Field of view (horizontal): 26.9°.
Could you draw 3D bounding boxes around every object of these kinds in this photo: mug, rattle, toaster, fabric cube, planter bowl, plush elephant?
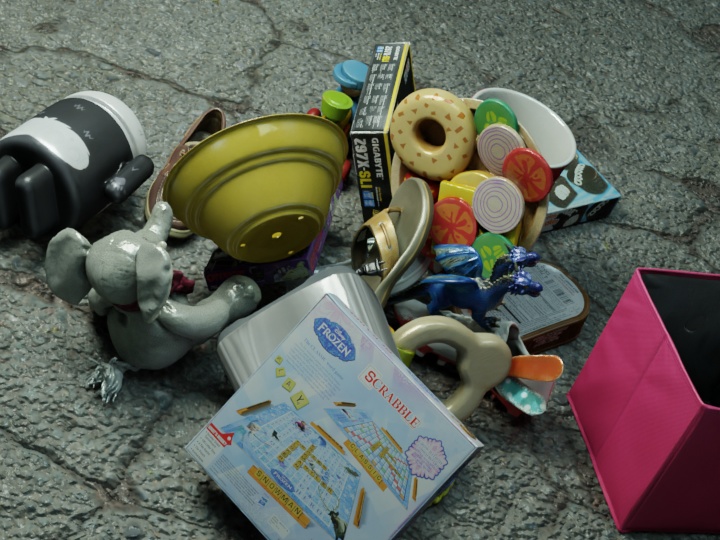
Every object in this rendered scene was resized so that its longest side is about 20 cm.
[{"bbox_3d":[0.131,-0.103,1.742,0.177,0.201,0.133,35,39,11],"label":"mug"},{"bbox_3d":[0.095,0.097,1.594,0.198,0.132,0.143,-9,4,-16],"label":"rattle"},{"bbox_3d":[-0.037,0.090,1.472,0.199,0.114,0.130,-30,57,8],"label":"toaster"},{"bbox_3d":[0.363,0.142,1.587,0.194,0.201,0.201,5,42,-22],"label":"fabric cube"},{"bbox_3d":[-0.095,-0.066,1.524,0.198,0.201,0.084,-4,59,-29],"label":"planter bowl"},{"bbox_3d":[-0.215,0.009,1.474,0.163,0.156,0.200,17,43,22],"label":"plush elephant"}]

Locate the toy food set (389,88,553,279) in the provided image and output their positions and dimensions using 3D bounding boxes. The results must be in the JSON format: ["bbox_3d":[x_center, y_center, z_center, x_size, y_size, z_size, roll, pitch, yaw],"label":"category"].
[{"bbox_3d":[0.116,-0.091,1.628,0.196,0.202,0.049,17,20,27],"label":"toy food set"}]

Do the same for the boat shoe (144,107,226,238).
[{"bbox_3d":[-0.191,-0.117,1.709,0.071,0.072,0.201,22,39,0],"label":"boat shoe"}]

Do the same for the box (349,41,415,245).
[{"bbox_3d":[0.034,-0.151,1.786,0.049,0.161,0.201,1,38,10],"label":"box"}]

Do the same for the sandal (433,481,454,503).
[{"bbox_3d":[0.040,0.190,1.465,0.079,0.088,0.199,39,40,22],"label":"sandal"}]

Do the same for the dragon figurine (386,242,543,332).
[{"bbox_3d":[0.099,0.011,1.579,0.198,0.100,0.059,7,48,18],"label":"dragon figurine"}]

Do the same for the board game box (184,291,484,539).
[{"bbox_3d":[-0.025,0.161,1.371,0.200,0.200,0.041,45,6,13],"label":"board game box"}]

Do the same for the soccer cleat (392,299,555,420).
[{"bbox_3d":[0.126,0.076,1.628,0.199,0.086,0.069,37,28,13],"label":"soccer cleat"}]

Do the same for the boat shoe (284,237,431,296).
[{"bbox_3d":[-0.002,0.000,1.656,0.201,0.066,0.074,-23,15,-35],"label":"boat shoe"}]

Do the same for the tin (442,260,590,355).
[{"bbox_3d":[0.181,0.044,1.739,0.199,0.042,0.112,-17,49,-38],"label":"tin"}]

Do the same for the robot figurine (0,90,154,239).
[{"bbox_3d":[-0.313,-0.110,1.604,0.150,0.125,0.200,45,41,-1],"label":"robot figurine"}]

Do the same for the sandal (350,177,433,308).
[{"bbox_3d":[0.015,-0.018,1.584,0.054,0.080,0.201,39,72,-29],"label":"sandal"}]

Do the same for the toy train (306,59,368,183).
[{"bbox_3d":[-0.042,-0.162,1.798,0.084,0.116,0.201,25,39,4],"label":"toy train"}]

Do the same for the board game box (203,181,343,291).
[{"bbox_3d":[-0.092,-0.047,1.652,0.118,0.033,0.201,-4,31,12],"label":"board game box"}]

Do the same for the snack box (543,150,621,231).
[{"bbox_3d":[0.225,-0.105,1.926,0.198,0.037,0.116,-14,51,-36],"label":"snack box"}]
